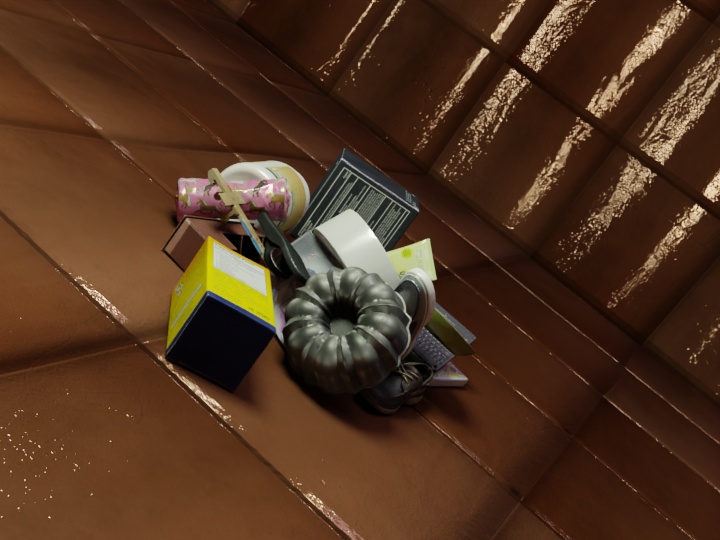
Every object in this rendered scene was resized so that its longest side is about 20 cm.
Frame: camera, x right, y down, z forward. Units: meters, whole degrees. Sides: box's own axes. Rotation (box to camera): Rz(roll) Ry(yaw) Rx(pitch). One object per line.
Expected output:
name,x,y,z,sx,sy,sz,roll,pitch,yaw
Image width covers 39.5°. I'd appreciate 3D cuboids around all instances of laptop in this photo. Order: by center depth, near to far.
laptop,0.103,0.091,1.839,0.177,0.103,0.200,42,52,19

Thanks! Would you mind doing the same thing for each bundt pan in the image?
bundt pan,-0.027,0.078,1.496,0.202,0.202,0.076,45,-11,28

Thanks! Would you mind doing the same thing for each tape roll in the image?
tape roll,0.000,0.000,1.685,0.203,0.071,0.202,56,-10,15

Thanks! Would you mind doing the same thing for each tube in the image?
tube,0.038,-0.002,1.836,0.052,0.200,0.058,-75,149,-55

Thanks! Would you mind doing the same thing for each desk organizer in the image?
desk organizer,-0.227,-0.034,1.659,0.077,0.072,0.200,45,18,21

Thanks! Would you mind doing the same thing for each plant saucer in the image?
plant saucer,0.119,0.082,1.743,0.200,0.031,0.200,46,-2,2

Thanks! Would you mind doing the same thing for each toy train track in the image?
toy train track,-0.199,-0.073,1.638,0.200,0.033,0.115,58,10,0

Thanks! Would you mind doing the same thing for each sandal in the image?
sandal,-0.131,-0.024,1.630,0.075,0.048,0.200,50,2,-37

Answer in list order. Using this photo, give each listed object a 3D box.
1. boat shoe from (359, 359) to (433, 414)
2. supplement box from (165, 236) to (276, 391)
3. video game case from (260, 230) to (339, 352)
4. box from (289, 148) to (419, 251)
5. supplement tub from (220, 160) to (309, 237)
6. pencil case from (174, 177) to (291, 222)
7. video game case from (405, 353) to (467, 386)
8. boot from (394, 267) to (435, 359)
boat shoe,0.060,0.180,1.638,0.074,0.073,0.200,41,16,17
supplement box,-0.194,0.056,1.392,0.109,0.110,0.200,31,17,-19
video game case,-0.097,0.032,1.624,0.200,0.143,0.019,52,-4,44
box,-0.011,-0.118,2.120,0.198,0.200,0.123,34,16,-10
supplement tub,-0.185,-0.134,1.901,0.145,0.145,0.200,38,16,8
pencil case,-0.220,-0.122,1.740,0.200,0.083,0.087,-1,36,-4
video game case,0.095,0.151,1.892,0.182,0.023,0.200,45,17,28
boot,0.052,0.088,1.580,0.090,0.200,0.073,-28,57,-37
